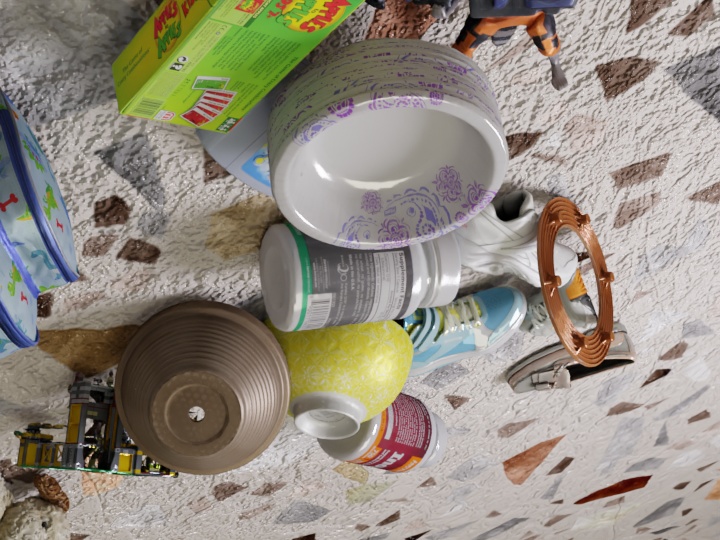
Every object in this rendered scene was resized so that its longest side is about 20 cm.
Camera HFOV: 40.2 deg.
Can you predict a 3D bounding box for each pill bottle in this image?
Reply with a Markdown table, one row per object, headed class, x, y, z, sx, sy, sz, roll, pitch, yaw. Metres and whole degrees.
| class | x | y | z | sx | sy | sz | roll | pitch | yaw |
| --- | --- | --- | --- | --- | --- | --- | --- | --- | --- |
| pill bottle | 0.036 | 0.226 | 1.405 | 0.113 | 0.114 | 0.199 | -38 | 143 | 24 |
| pill bottle | 0.000 | 0.000 | 1.061 | 0.198 | 0.114 | 0.114 | -5 | 144 | -24 |

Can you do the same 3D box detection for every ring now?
| class | x | y | z | sx | sy | sz | roll | pitch | yaw |
| --- | --- | --- | --- | --- | --- | --- | --- | --- | --- |
| ring | 0.258 | 0.011 | 1.151 | 0.019 | 0.202 | 0.200 | -15 | 155 | 35 |

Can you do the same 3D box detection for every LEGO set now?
| class | x | y | z | sx | sy | sz | roll | pitch | yaw |
| --- | --- | --- | --- | --- | --- | --- | --- | --- | --- |
| LEGO set | -0.307 | 0.185 | 1.191 | 0.199 | 0.117 | 0.153 | 14 | 163 | -37 |

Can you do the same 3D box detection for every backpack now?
| class | x | y | z | sx | sy | sz | roll | pitch | yaw |
| --- | --- | --- | --- | --- | --- | --- | --- | --- | --- |
| backpack | -0.304 | -0.033 | 0.763 | 0.146 | 0.201 | 0.184 | -16 | 146 | -7 |

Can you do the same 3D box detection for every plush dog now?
| class | x | y | z | sx | sy | sz | roll | pitch | yaw |
| --- | --- | --- | --- | --- | --- | --- | --- | --- | --- |
| plush dog | -0.464 | 0.351 | 1.280 | 0.170 | 0.202 | 0.160 | 11 | 170 | -26 |

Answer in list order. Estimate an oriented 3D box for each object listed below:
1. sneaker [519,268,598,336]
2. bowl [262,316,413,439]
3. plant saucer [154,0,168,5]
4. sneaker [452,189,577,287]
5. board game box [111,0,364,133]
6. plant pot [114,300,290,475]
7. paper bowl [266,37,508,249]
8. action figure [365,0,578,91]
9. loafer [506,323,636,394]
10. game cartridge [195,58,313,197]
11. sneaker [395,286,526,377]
| class | x | y | z | sx | sy | sz | roll | pitch | yaw |
| --- | --- | --- | --- | --- | --- | --- | --- | --- | --- |
| sneaker | 0.247 | 0.054 | 1.271 | 0.091 | 0.076 | 0.200 | -19 | 167 | 1 |
| bowl | -0.036 | 0.137 | 1.185 | 0.198 | 0.109 | 0.201 | 3 | 144 | 2 |
| plant saucer | -0.072 | -0.234 | 0.720 | 0.198 | 0.032 | 0.200 | -12 | 159 | -4 |
| sneaker | 0.189 | -0.040 | 1.137 | 0.199 | 0.078 | 0.100 | 9 | 111 | -39 |
| board game box | -0.094 | -0.179 | 0.735 | 0.101 | 0.048 | 0.199 | 4 | 154 | -41 |
| plant pot | -0.175 | 0.142 | 1.084 | 0.199 | 0.093 | 0.203 | -1 | 104 | -4 |
| paper bowl | 0.019 | -0.115 | 0.836 | 0.198 | 0.105 | 0.201 | -5 | 148 | -3 |
| action figure | 0.096 | -0.239 | 0.828 | 0.198 | 0.105 | 0.194 | 7 | 141 | 11 |
| loafer | 0.321 | 0.146 | 1.497 | 0.199 | 0.063 | 0.072 | -25 | 148 | 6 |
| game cartridge | -0.052 | -0.123 | 0.930 | 0.133 | 0.041 | 0.199 | -35 | 144 | 27 |
| sneaker | 0.110 | 0.062 | 1.245 | 0.199 | 0.080 | 0.131 | -28 | 148 | 8 |
